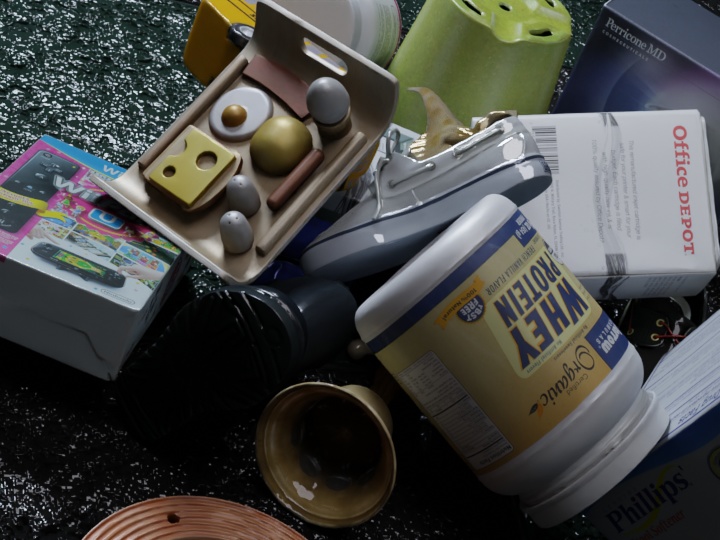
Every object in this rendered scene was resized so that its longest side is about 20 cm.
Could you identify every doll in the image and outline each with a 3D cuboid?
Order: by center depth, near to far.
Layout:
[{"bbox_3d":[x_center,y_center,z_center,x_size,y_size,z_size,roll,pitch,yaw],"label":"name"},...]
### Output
[{"bbox_3d":[0.000,0.000,1.135,0.198,0.138,0.048,15,-3,-3],"label":"doll"}]

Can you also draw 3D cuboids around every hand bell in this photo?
[{"bbox_3d":[0.009,0.099,1.054,0.104,0.105,0.200,31,24,10],"label":"hand bell"}]

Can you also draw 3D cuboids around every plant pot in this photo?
[{"bbox_3d":[0.105,-0.174,1.338,0.198,0.185,0.201,15,37,-12],"label":"plant pot"}]

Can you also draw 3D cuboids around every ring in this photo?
[{"bbox_3d":[-0.090,0.222,0.881,0.198,0.019,0.201,16,37,-12],"label":"ring"}]

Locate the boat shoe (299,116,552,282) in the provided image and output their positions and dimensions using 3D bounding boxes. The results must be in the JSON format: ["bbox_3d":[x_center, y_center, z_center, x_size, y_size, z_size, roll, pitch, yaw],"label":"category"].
[{"bbox_3d":[0.038,-0.064,1.083,0.087,0.200,0.075,67,6,18],"label":"boat shoe"}]

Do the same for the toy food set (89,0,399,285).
[{"bbox_3d":[-0.085,-0.099,1.054,0.143,0.061,0.200,34,70,23],"label":"toy food set"}]

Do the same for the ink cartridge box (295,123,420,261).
[{"bbox_3d":[-0.019,-0.072,1.226,0.198,0.085,0.146,22,35,-3],"label":"ink cartridge box"}]

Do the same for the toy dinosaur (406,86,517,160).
[{"bbox_3d":[0.080,-0.101,1.155,0.100,0.058,0.202,-11,52,7],"label":"toy dinosaur"}]

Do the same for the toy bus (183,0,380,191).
[{"bbox_3d":[-0.060,-0.147,1.168,0.200,0.066,0.078,40,32,24],"label":"toy bus"}]

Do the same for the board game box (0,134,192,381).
[{"bbox_3d":[-0.206,-0.014,1.039,0.146,0.065,0.200,23,24,-1],"label":"board game box"}]

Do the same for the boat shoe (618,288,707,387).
[{"bbox_3d":[0.256,0.061,1.237,0.073,0.063,0.202,27,38,0],"label":"boat shoe"}]

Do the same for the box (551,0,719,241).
[{"bbox_3d":[0.296,-0.141,1.392,0.199,0.200,0.123,35,37,15],"label":"box"}]

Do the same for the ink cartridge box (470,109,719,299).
[{"bbox_3d":[0.193,-0.052,1.224,0.197,0.083,0.149,-1,73,-1],"label":"ink cartridge box"}]

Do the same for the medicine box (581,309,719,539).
[{"bbox_3d":[0.278,0.107,1.055,0.103,0.182,0.200,41,47,1],"label":"medicine box"}]

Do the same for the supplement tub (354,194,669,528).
[{"bbox_3d":[0.107,0.064,1.007,0.200,0.144,0.144,49,39,-1],"label":"supplement tub"}]

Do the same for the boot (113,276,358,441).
[{"bbox_3d":[-0.059,0.040,0.985,0.167,0.200,0.077,-27,86,-43],"label":"boot"}]

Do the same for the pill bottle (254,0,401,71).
[{"bbox_3d":[-0.031,-0.227,1.333,0.113,0.114,0.200,28,13,5],"label":"pill bottle"}]
